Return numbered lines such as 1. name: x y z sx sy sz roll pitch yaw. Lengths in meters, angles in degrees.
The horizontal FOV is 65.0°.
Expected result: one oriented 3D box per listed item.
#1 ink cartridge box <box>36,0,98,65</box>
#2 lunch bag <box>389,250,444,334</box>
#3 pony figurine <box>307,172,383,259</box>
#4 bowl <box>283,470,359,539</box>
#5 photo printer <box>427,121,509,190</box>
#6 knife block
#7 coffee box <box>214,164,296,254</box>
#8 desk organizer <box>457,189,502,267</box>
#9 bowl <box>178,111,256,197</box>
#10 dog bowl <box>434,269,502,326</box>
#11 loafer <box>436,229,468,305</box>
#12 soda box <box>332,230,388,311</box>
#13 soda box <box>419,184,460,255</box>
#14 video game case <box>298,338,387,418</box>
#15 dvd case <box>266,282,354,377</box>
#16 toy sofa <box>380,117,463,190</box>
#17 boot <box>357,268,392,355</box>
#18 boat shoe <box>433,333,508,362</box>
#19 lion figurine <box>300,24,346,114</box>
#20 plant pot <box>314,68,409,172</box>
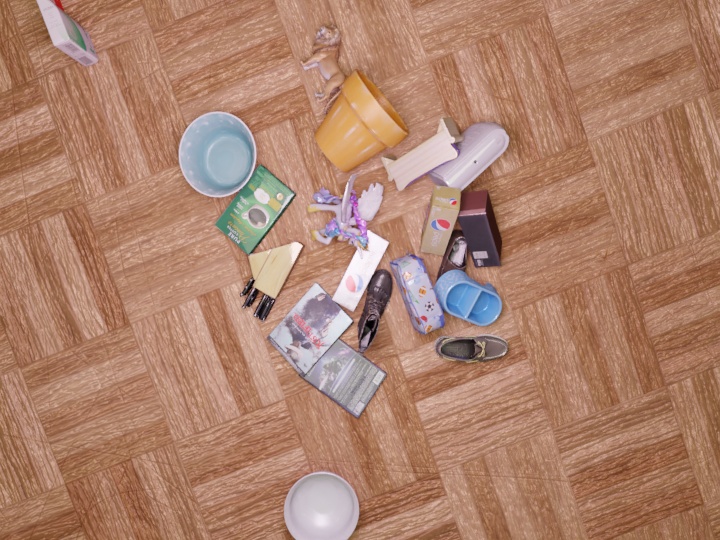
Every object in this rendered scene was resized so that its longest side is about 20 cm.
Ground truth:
1. ink cartridge box: -0.728 -0.625 1.381 0.049 0.161 0.205 -18 93 0
2. lunch bag: 0.139 0.053 1.421 0.074 0.160 0.205 -20 97 -5
3. pony figurine: -0.037 -0.142 1.407 0.196 0.165 0.199 16 94 35
4. bowl: -0.099 0.616 1.492 0.195 0.090 0.208 0 93 1
5. photo printer: 0.266 -0.285 1.393 0.199 0.167 0.070 -43 111 3
6. knife block: -0.221 0.033 1.468 0.194 0.064 0.181 -16 94 1
7. coffee box: -0.272 -0.157 1.466 0.122 0.044 0.202 37 93 -1
8. desk organizer: 0.302 -0.101 1.408 0.070 0.202 0.079 -3 51 25
9. bowl: -0.346 -0.283 1.425 0.194 0.105 0.207 0 91 3
10. dog bowl: 0.277 0.076 1.434 0.196 0.050 0.114 22 104 -24
11. loafer: 0.237 -0.002 1.456 0.071 0.071 0.207 5 94 0
12. soda box: 0.000 0.000 1.464 0.067 0.064 0.204 27 94 -1
13. soda box: 0.193 -0.119 1.386 0.066 0.202 0.066 8 60 1
14. video game case: -0.047 0.276 1.505 0.198 0.019 0.145 35 93 -1
15. dvd case: -0.133 0.155 1.486 0.146 0.022 0.200 44 95 7
16. toy sofa: 0.157 -0.284 1.394 0.197 0.082 0.099 -28 90 30
17. boot: 0.037 0.101 1.414 0.067 0.174 0.205 17 94 0
18. boat shoe: 0.292 0.206 1.475 0.195 0.060 0.074 1 94 1
19. lion figurine: -0.078 -0.505 1.419 0.120 0.072 0.204 -24 86 4
20. plant pot: -0.009 -0.350 1.388 0.182 0.200 0.201 -40 93 19
